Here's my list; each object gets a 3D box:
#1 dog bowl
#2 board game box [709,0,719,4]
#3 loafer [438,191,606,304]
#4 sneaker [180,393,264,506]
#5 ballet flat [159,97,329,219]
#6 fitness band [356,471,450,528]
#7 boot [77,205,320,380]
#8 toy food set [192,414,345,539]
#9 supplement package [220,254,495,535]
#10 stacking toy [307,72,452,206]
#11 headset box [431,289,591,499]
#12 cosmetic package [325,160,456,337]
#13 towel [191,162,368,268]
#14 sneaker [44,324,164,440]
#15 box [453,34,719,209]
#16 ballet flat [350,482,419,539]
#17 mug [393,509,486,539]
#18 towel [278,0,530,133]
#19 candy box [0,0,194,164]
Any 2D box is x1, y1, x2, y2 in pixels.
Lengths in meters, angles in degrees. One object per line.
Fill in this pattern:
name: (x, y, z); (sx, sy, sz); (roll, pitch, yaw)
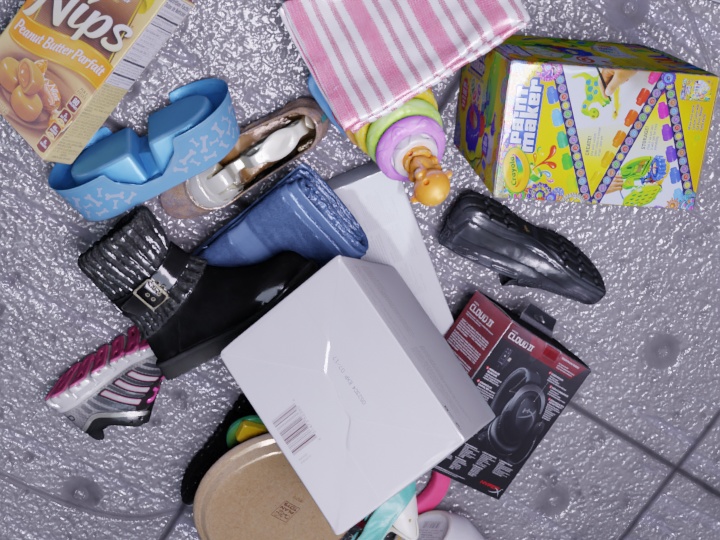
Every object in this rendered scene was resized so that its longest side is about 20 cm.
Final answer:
dog bowl: (-0.206, -0.115, 0.994); (0.197, 0.112, 0.050); (-27, 123, 4)
board game box: (0.342, -0.340, 1.009); (0.196, 0.035, 0.128); (14, 106, -10)
loafer: (0.175, -0.013, 1.094); (0.198, 0.069, 0.071); (27, 124, -17)
sneaker: (-0.112, 0.195, 1.139); (0.087, 0.076, 0.201); (32, 108, -30)
ballet flat: (-0.120, -0.111, 1.023); (0.198, 0.067, 0.069); (-33, 110, 6)
fitness band: (0.011, 0.221, 1.172); (0.198, 0.037, 0.145); (28, 101, -15)
boot: (-0.157, -0.002, 0.969); (0.209, 0.080, 0.159); (-30, 101, 18)
toy food set: (-0.083, 0.245, 1.104); (0.197, 0.049, 0.200); (19, 114, -25)
supplement package: (0.005, 0.110, 0.955); (0.146, 0.200, 0.193); (-37, 79, 11)
stacking toy: (0.040, -0.129, 0.952); (0.115, 0.201, 0.110); (-34, 138, 9)
headset box: (0.144, 0.129, 1.100); (0.148, 0.077, 0.202); (28, 98, -37)
cosmetic package: (0.000, 0.000, 1.083); (0.148, 0.052, 0.203); (-22, 110, 1)
towel: (-0.092, -0.009, 1.023); (0.199, 0.049, 0.112); (-36, 103, 25)
sneaker: (-0.235, 0.115, 1.090); (0.198, 0.074, 0.088); (-30, 114, 6)
box: (0.204, -0.150, 0.973); (0.189, 0.200, 0.124); (4, 110, -6)
ballet flat: (0.024, 0.296, 1.123); (0.070, 0.067, 0.202); (32, 84, 9)
mug: (0.090, 0.372, 1.171); (0.185, 0.150, 0.154); (-31, 109, 4)
towel: (0.038, -0.233, 0.926); (0.198, 0.030, 0.148); (-31, 72, 4)
candy box: (-0.263, -0.215, 0.955); (0.115, 0.055, 0.201); (44, 102, 10)
